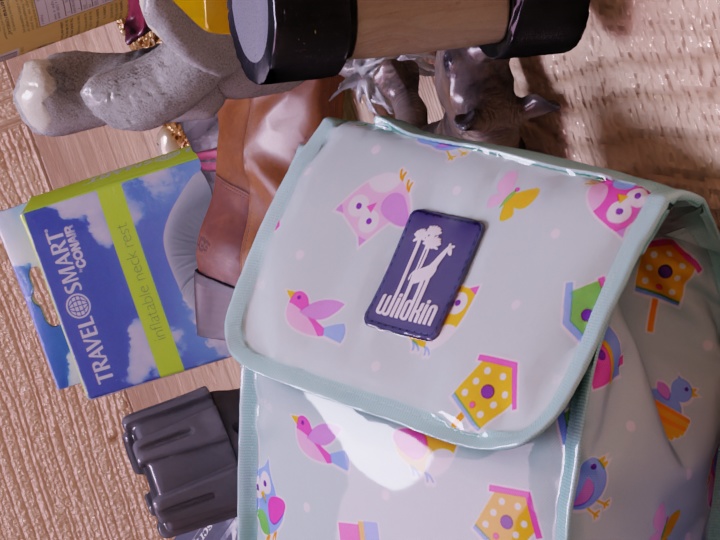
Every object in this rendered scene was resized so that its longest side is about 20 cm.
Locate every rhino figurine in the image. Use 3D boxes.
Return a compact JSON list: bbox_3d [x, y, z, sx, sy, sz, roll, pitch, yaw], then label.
[{"bbox_3d":[0.039,-0.046,0.957,0.200,0.060,0.088,108,150,-55],"label":"rhino figurine"}]

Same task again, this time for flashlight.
[{"bbox_3d":[0.005,0.056,0.942,0.068,0.199,0.068,98,151,-68],"label":"flashlight"}]

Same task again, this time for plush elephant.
[{"bbox_3d":[-0.070,-0.150,1.025,0.199,0.165,0.155,15,148,27],"label":"plush elephant"}]

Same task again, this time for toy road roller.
[{"bbox_3d":[0.000,-0.156,0.827,0.200,0.122,0.147,-138,44,-64],"label":"toy road roller"}]

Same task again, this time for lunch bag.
[{"bbox_3d":[0.042,0.051,0.819,0.170,0.122,0.201,15,110,42],"label":"lunch bag"}]

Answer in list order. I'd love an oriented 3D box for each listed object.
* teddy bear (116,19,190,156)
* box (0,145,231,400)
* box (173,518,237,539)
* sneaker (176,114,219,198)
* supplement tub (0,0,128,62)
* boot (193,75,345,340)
[{"bbox_3d":[-0.124,-0.124,1.551,0.145,0.067,0.200,83,163,-57],"label":"teddy bear"},{"bbox_3d":[-0.104,-0.006,1.331,0.048,0.199,0.122,-89,-19,-77],"label":"box"},{"bbox_3d":[-0.019,0.192,1.274,0.104,0.200,0.182,22,-159,-37],"label":"box"},{"bbox_3d":[-0.058,-0.072,1.257,0.084,0.077,0.201,32,127,40],"label":"sneaker"},{"bbox_3d":[-0.164,-0.204,1.262,0.145,0.199,0.146,158,90,-78],"label":"supplement tub"},{"bbox_3d":[-0.008,-0.062,1.118,0.188,0.068,0.201,6,94,50],"label":"boot"}]
